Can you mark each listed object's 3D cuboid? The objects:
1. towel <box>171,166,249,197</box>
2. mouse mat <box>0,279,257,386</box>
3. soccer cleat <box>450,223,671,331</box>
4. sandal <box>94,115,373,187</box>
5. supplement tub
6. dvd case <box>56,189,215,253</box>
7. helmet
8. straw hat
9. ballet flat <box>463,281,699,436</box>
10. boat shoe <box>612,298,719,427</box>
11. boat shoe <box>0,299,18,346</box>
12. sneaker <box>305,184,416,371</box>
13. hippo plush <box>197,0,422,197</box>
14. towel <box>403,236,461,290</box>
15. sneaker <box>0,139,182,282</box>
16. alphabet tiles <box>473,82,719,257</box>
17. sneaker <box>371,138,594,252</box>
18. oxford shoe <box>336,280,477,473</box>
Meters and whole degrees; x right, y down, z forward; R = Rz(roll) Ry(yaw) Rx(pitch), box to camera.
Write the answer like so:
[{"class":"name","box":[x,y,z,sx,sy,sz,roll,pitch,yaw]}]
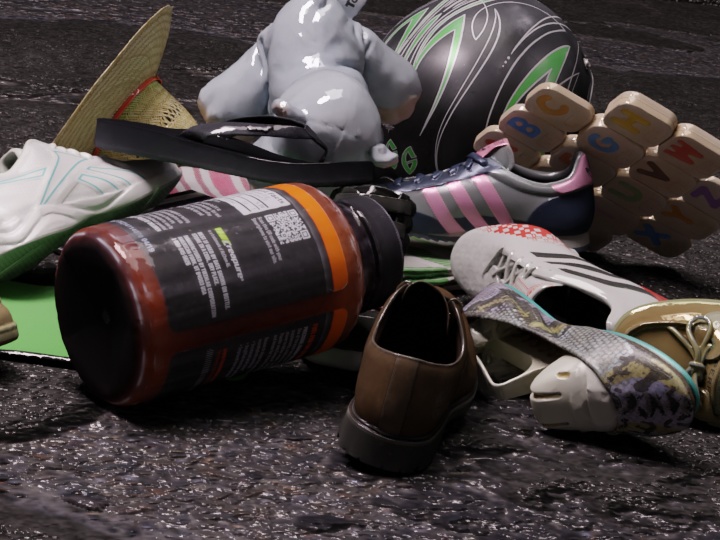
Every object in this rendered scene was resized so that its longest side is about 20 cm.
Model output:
[{"class":"towel","box":[-0.134,-0.065,1.717,0.199,0.030,0.146,2,14,-19]},{"class":"mouse mat","box":[-0.158,0.037,1.353,0.199,0.008,0.161,7,14,2]},{"class":"soccer cleat","box":[0.125,0.015,1.463,0.085,0.069,0.200,-1,21,-45]},{"class":"sandal","box":[-0.088,-0.088,1.449,0.199,0.043,0.076,11,6,15]},{"class":"supplement tub","box":[-0.072,0.008,1.258,0.199,0.108,0.107,-13,24,-35]},{"class":"dvd case","box":[-0.119,-0.018,1.526,0.148,0.016,0.200,-15,24,-39]},{"class":"helmet","box":[0.096,-0.139,1.788,0.199,0.192,0.200,6,14,-2]},{"class":"straw hat","box":[-0.166,-0.099,1.604,0.085,0.201,0.201,36,15,-3]},{"class":"ballet flat","box":[0.119,0.065,1.296,0.072,0.072,0.200,-3,17,-34]},{"class":"boat shoe","box":[0.247,0.068,1.310,0.200,0.074,0.063,19,12,14]},{"class":"boat shoe","box":[-0.284,0.006,1.282,0.199,0.063,0.073,14,18,36]},{"class":"sneaker","box":[0.000,0.000,1.390,0.070,0.100,0.200,8,15,-3]},{"class":"hippo plush","box":[-0.015,-0.114,1.560,0.159,0.200,0.161,18,32,-27]},{"class":"towel","box":[0.033,-0.014,1.613,0.199,0.024,0.152,-8,20,-45]},{"class":"sneaker","box":[-0.199,-0.057,1.459,0.080,0.070,0.200,54,37,10]},{"class":"alphabet tiles","box":[0.193,-0.072,1.653,0.195,0.015,0.200,29,-31,-15]},{"class":"sneaker","box":[0.081,-0.064,1.627,0.199,0.082,0.070,6,15,-4]},{"class":"oxford shoe","box":[0.040,0.042,1.242,0.072,0.085,0.200,16,20,1]}]
